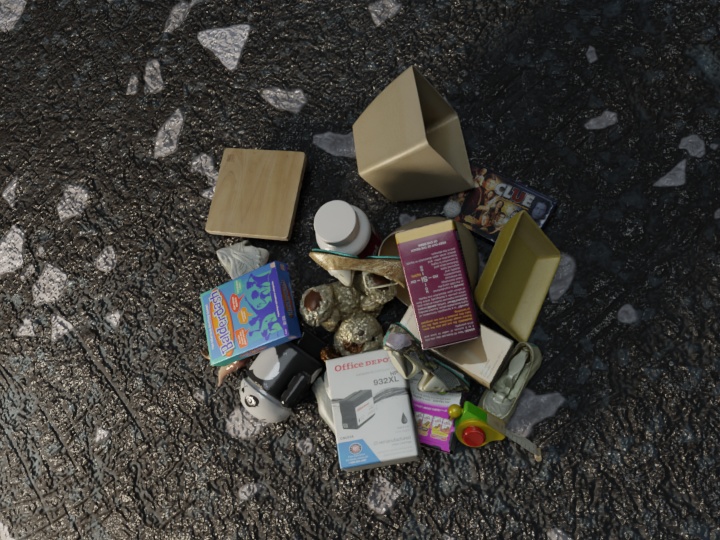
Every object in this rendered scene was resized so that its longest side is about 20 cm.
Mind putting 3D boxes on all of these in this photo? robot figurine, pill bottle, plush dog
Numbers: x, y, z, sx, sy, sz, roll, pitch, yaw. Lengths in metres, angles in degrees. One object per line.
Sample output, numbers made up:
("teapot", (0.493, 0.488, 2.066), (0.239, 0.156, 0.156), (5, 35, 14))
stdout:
("robot figurine", (-0.156, 0.204, 1.461), (0.124, 0.150, 0.201), (34, 83, 8))
("pill bottle", (-0.024, -0.063, 1.470), (0.112, 0.200, 0.114), (-5, 71, 15))
("plush dog", (-0.016, 0.103, 1.458), (0.199, 0.160, 0.173), (-17, 87, -11))

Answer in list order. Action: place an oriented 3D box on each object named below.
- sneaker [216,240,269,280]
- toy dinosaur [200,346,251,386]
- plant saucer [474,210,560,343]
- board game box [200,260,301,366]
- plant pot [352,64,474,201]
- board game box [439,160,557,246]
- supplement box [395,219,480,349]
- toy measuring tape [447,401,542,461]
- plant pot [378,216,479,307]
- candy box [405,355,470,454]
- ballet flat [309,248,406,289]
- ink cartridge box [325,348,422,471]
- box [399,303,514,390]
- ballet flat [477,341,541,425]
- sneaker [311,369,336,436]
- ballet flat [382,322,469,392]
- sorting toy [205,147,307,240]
("sneaker", (-0.232, -0.005, 1.563), (0.099, 0.078, 0.200), (-34, 50, -7))
("toy dinosaur", (-0.241, 0.152, 1.522), (0.135, 0.086, 0.201), (18, 76, 22))
("plant saucer", (0.288, 0.014, 1.373), (0.048, 0.200, 0.201), (16, 76, 41))
("board game box", (-0.220, 0.087, 1.443), (0.199, 0.045, 0.153), (-23, 69, 26))
("plant pot", (0.096, -0.254, 1.500), (0.176, 0.199, 0.201), (-24, 57, 27))
("board game box", (0.280, -0.123, 1.493), (0.199, 0.035, 0.136), (30, 82, 22))
("supplement box", (0.135, 0.021, 1.254), (0.102, 0.131, 0.202), (-14, 89, 9))
("toy measuring tape", (0.235, 0.303, 1.332), (0.199, 0.074, 0.074), (33, 82, -12))
("plant pot", (0.154, -0.026, 1.432), (0.199, 0.201, 0.134), (27, 47, 22))
("candy box", (0.134, 0.235, 1.404), (0.135, 0.061, 0.201), (12, 77, 18))
("ballet flat", (0.000, 0.000, 1.369), (0.198, 0.071, 0.066), (5, 87, 5))
("ink cartridge box", (0.024, 0.254, 1.345), (0.144, 0.084, 0.201), (-12, 69, 6))
("box", (0.175, 0.128, 1.352), (0.199, 0.078, 0.095), (27, 81, 19))
("ballet flat", (0.272, 0.220, 1.368), (0.069, 0.069, 0.201), (28, 82, 22))
("sneaker", (-0.036, 0.293, 1.437), (0.079, 0.074, 0.201), (-35, 67, 28))
("ballet flat", (0.111, 0.177, 1.316), (0.200, 0.072, 0.072), (42, 86, -19))
("sorting toy", (-0.222, -0.162, 1.630), (0.197, 0.070, 0.202), (6, 74, 17))
